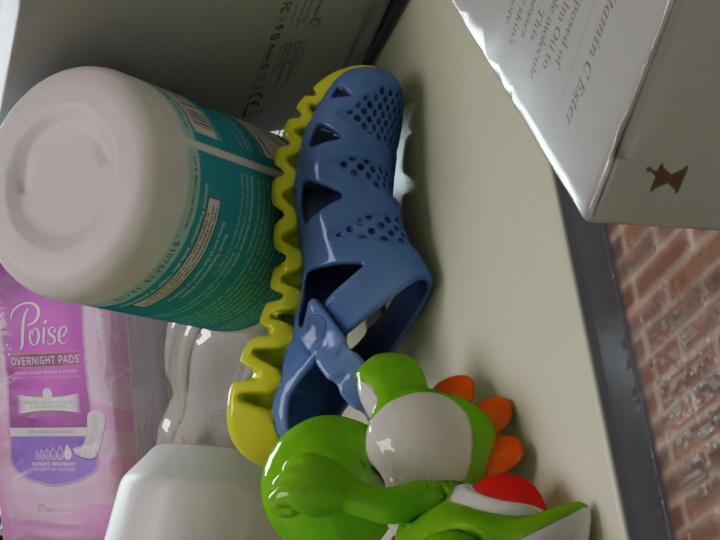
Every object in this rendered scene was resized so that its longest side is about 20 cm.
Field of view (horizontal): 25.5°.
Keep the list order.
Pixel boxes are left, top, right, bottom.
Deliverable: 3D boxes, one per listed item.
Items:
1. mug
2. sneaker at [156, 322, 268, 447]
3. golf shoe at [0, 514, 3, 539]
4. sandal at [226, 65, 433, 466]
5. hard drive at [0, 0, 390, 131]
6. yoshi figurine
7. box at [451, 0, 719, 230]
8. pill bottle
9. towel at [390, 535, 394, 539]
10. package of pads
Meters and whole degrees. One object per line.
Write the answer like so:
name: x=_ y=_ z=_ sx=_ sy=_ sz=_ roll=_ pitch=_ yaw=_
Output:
mug: x=-0.095 y=0.178 z=0.888 sx=0.186 sy=0.149 sz=0.154 roll=-6 pitch=73 yaw=46
sneaker: x=-0.070 y=0.096 z=0.954 sx=0.088 sy=0.075 sz=0.200 roll=29 pitch=144 yaw=20
golf shoe: x=-0.184 y=0.178 z=1.142 sx=0.088 sy=0.200 sz=0.077 roll=59 pitch=167 yaw=-28
sandal: x=0.000 y=0.000 z=0.769 sx=0.087 sy=0.079 sz=0.201 roll=5 pitch=85 yaw=34
hard drive: x=-0.088 y=-0.112 z=0.811 sx=0.025 sy=0.199 sz=0.132 roll=66 pitch=150 yaw=26
yoshi figurine: x=0.016 y=0.115 z=0.631 sx=0.200 sy=0.112 sz=0.113 roll=-113 pitch=32 yaw=-54
box: x=0.096 y=-0.126 z=0.434 sx=0.200 sy=0.106 sz=0.153 roll=-112 pitch=31 yaw=-49
pill bottle: x=-0.087 y=-0.028 z=0.808 sx=0.110 sy=0.200 sz=0.111 roll=-6 pitch=78 yaw=30
towel: x=0.033 y=0.220 z=0.708 sx=0.145 sy=0.022 sz=0.200 roll=113 pitch=150 yaw=-41
package of pads: x=-0.178 y=0.084 z=1.029 sx=0.120 sy=0.076 sz=0.201 roll=-3 pitch=92 yaw=29
